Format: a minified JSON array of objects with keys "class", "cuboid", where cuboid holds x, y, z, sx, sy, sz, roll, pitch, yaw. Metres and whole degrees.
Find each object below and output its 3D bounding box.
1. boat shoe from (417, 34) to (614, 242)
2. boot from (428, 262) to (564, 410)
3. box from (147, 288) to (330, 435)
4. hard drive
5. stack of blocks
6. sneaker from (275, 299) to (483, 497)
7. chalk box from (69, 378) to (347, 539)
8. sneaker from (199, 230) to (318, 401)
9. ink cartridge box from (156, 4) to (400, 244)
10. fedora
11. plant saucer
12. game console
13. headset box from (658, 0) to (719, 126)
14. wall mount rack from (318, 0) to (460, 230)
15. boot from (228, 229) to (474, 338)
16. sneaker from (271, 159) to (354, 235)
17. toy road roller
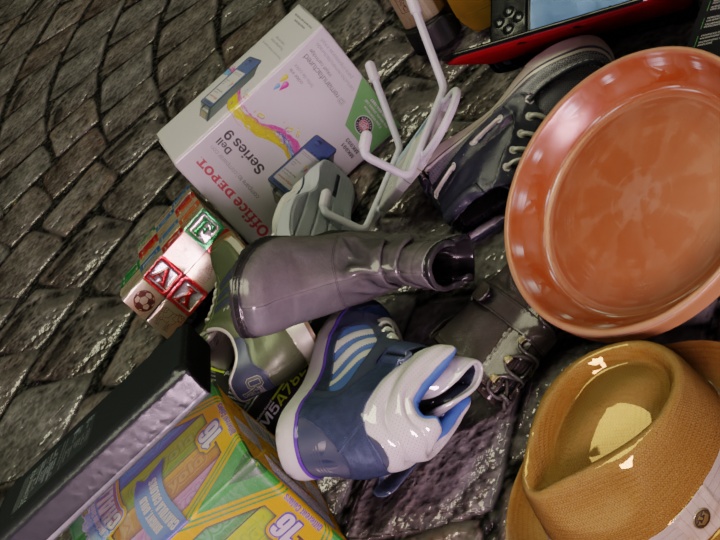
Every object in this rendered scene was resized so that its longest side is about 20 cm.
[{"class":"boat shoe","cuboid":[0.140,-0.104,1.009,0.200,0.074,0.093,-41,35,20]},{"class":"boot","cuboid":[0.147,0.026,0.860,0.175,0.069,0.200,-52,29,-4]},{"class":"box","cuboid":[-0.117,0.083,1.087,0.199,0.048,0.194,9,55,52]},{"class":"hard drive","cuboid":[-0.194,0.131,0.911,0.200,0.033,0.140,-43,13,2]},{"class":"stack of blocks","cuboid":[-0.181,-0.013,1.203,0.115,0.058,0.200,-49,15,0]},{"class":"sneaker","cuboid":[0.034,0.078,0.889,0.145,0.081,0.200,-14,24,28]},{"class":"chalk box","cuboid":[-0.129,0.208,0.884,0.200,0.124,0.124,-44,32,0]},{"class":"sneaker","cuboid":[-0.106,0.039,1.018,0.090,0.067,0.200,-37,37,-6]},{"class":"ink cartridge box","cuboid":[-0.083,-0.141,1.217,0.200,0.146,0.088,-40,34,2]},{"class":"fedora","cuboid":[0.157,0.107,0.723,0.199,0.082,0.202,-29,34,22]},{"class":"plant saucer","cuboid":[0.181,-0.049,0.790,0.199,0.032,0.203,-24,53,37]},{"class":"game console","cuboid":[0.182,-0.251,1.052,0.198,0.118,0.174,-11,63,30]},{"class":"headset box","cuboid":[0.325,-0.154,0.834,0.173,0.093,0.201,-5,48,44]},{"class":"wall mount rack","cuboid":[0.028,-0.135,1.068,0.200,0.074,0.175,-49,18,61]},{"class":"boot","cuboid":[0.000,0.000,0.902,0.130,0.071,0.200,-1,16,30]},{"class":"sneaker","cuboid":[-0.049,-0.036,1.121,0.071,0.073,0.200,-45,9,22]},{"class":"toy road roller","cuboid":[0.111,-0.331,1.256,0.198,0.123,0.147,-18,28,35]}]
